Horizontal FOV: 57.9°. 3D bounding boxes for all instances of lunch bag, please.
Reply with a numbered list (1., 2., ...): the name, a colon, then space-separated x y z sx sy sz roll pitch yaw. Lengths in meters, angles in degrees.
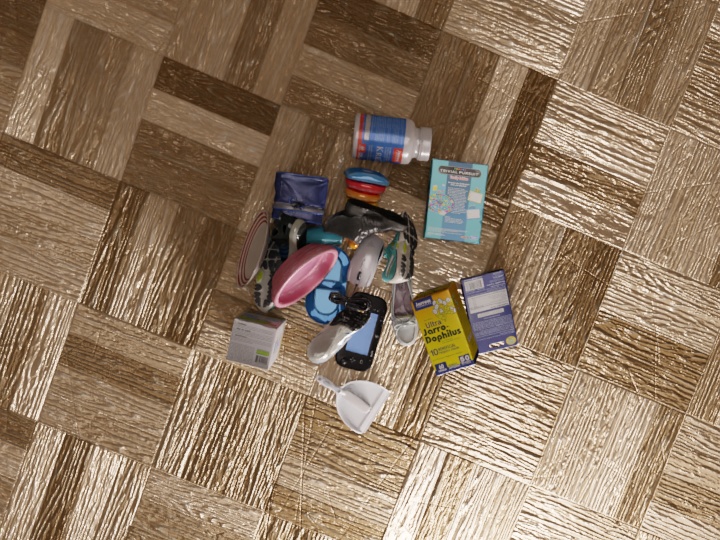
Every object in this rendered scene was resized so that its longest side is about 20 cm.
1. lunch bag: -0.151 -0.168 1.610 0.132 0.200 0.136 6 96 -6

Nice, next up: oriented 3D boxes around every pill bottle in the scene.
1. pill bottle: 0.079 -0.330 1.646 0.194 0.112 0.115 6 94 0

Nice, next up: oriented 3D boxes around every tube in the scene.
1. tube: -0.143 -0.086 1.652 0.195 0.077 0.052 -4 83 -25

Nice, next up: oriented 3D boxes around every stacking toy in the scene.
1. stacking toy: 0.001 -0.155 1.671 0.113 0.110 0.205 8 105 -8

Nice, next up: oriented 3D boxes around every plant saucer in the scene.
1. plant saucer: -0.143 0.004 1.578 0.200 0.200 0.051 -44 76 2

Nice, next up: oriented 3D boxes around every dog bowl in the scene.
1. dog bowl: -0.084 0.036 1.698 0.108 0.050 0.206 6 94 -1

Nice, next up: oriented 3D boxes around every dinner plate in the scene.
1. dinner plate: -0.263 -0.051 1.624 0.024 0.200 0.204 20 94 -24

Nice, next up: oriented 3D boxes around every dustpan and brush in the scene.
1. dustpan and brush: -0.035 0.328 1.711 0.198 0.057 0.141 34 93 -3

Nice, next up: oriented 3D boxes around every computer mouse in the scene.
1. computer mouse: 0.000 0.000 1.645 0.107 0.044 0.204 19 83 10

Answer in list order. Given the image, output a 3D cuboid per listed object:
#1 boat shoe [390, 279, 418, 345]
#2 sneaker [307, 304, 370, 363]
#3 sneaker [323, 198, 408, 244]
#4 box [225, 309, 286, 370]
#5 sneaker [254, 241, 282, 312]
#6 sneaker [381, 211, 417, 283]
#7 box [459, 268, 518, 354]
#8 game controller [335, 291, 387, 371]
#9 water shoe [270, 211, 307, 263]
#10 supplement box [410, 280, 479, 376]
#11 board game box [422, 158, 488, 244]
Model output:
1. boat shoe: 0.111 0.095 1.692 0.072 0.065 0.208 -1 93 9
2. sneaker: -0.056 0.160 1.669 0.199 0.073 0.072 -39 77 -3
3. sneaker: 0.012 -0.110 1.621 0.196 0.060 0.106 20 117 -5
4. box: -0.257 0.169 1.629 0.110 0.200 0.104 14 93 0
5. sneaker: -0.229 0.007 1.675 0.076 0.080 0.205 11 75 8
6. sneaker: 0.094 -0.061 1.655 0.078 0.077 0.204 -10 54 34
7. box: 0.339 0.109 1.717 0.118 0.032 0.205 -12 94 0
8. game controller: 0.002 0.161 1.711 0.102 0.042 0.205 15 94 -2
9. water shoe: -0.174 -0.076 1.559 0.078 0.201 0.072 31 60 5
10. supplement box: 0.218 0.147 1.668 0.107 0.109 0.204 -19 94 18
11. board game box: 0.246 -0.178 1.691 0.147 0.047 0.206 6 93 -1
